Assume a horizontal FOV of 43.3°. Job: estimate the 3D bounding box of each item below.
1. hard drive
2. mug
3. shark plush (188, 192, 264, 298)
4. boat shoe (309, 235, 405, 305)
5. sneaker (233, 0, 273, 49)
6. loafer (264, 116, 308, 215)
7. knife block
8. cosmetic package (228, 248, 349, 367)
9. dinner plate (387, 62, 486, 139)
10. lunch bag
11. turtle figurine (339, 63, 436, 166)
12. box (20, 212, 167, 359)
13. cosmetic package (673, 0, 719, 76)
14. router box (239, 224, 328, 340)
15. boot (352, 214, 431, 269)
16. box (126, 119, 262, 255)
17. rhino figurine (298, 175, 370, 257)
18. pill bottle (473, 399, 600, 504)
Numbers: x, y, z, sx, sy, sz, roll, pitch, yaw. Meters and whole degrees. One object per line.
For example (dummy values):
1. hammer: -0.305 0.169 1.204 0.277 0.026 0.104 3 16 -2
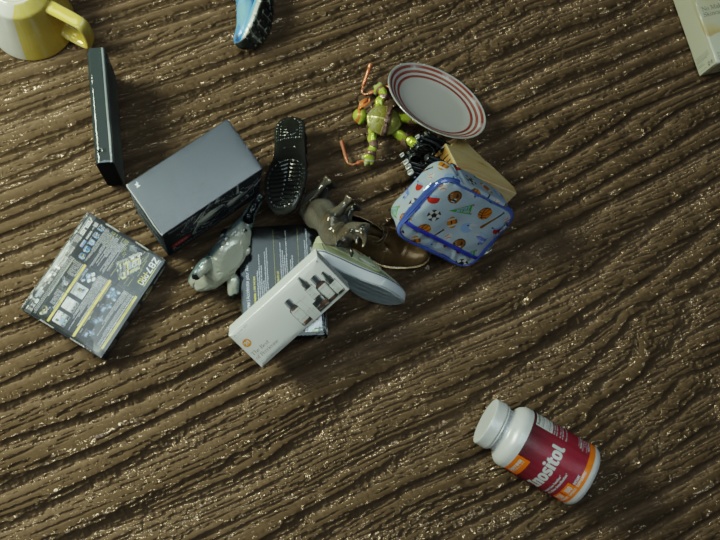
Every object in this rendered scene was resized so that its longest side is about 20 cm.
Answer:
1. hard drive: -0.435 -0.260 1.552 0.033 0.140 0.201 -6 81 -8
2. mug: -0.562 -0.464 1.564 0.186 0.153 0.150 -6 80 -9
3. shark plush: -0.233 -0.049 1.546 0.091 0.083 0.201 17 103 -30
4. boat shoe: 0.000 0.000 1.579 0.200 0.072 0.062 27 59 -28
5. sneaker: -0.209 -0.499 1.671 0.090 0.078 0.201 6 75 12
6. loafer: -0.119 -0.175 1.594 0.073 0.071 0.201 1 60 11
7. knife block: 0.168 -0.163 1.603 0.200 0.176 0.064 44 122 1
8. cosmetic package: -0.120 0.063 1.507 0.200 0.051 0.083 -42 105 7
9. dinner plate: 0.137 -0.305 1.656 0.200 0.024 0.201 15 45 -16
10. lunch bag: 0.160 -0.091 1.579 0.200 0.076 0.160 25 118 -32
11. turtle figurine: 0.054 -0.279 1.659 0.161 0.064 0.201 13 77 -6
12. box: -0.451 0.026 1.547 0.161 0.049 0.200 30 78 0
13. cosmetic package: 0.694 -0.495 1.781 0.105 0.071 0.201 -16 83 -10
14. router box: -0.136 0.021 1.588 0.149 0.051 0.201 -2 80 -6
15. boot: 0.034 -0.053 1.613 0.199 0.075 0.074 17 77 -6
16. box: -0.276 -0.135 1.530 0.200 0.182 0.104 -36 87 -12
17. rhino figurine: -0.040 -0.086 1.529 0.087 0.200 0.060 -47 133 3
18. pill bottle: 0.301 0.309 1.566 0.200 0.113 0.113 29 78 -1
